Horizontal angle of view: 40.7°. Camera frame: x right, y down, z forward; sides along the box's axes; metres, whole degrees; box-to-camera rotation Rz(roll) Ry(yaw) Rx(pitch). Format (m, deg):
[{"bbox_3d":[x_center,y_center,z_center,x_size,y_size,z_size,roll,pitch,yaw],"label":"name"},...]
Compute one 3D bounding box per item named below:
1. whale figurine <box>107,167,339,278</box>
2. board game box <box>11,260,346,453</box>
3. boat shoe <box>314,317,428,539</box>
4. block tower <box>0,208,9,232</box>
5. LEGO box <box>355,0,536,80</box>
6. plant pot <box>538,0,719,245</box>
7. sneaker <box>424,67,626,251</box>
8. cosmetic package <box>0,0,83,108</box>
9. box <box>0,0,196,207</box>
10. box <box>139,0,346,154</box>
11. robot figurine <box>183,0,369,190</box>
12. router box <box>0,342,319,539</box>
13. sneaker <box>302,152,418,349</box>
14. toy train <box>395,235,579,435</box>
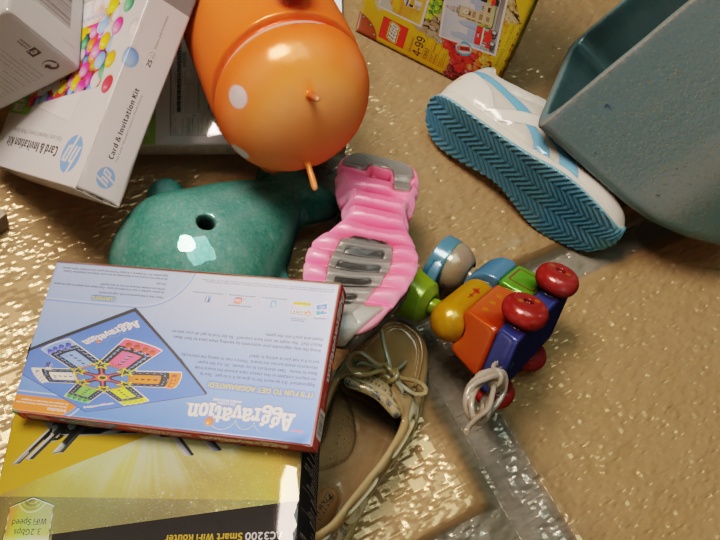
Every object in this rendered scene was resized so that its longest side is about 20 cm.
[{"bbox_3d":[-0.094,-0.026,0.715,0.158,0.104,0.200,39,56,12],"label":"whale figurine"},{"bbox_3d":[-0.113,0.051,0.605,0.196,0.020,0.105,4,65,14],"label":"board game box"},{"bbox_3d":[0.002,0.112,0.679,0.072,0.063,0.202,23,58,2],"label":"boat shoe"},{"bbox_3d":[-0.342,-0.002,0.673,0.054,0.058,0.200,38,58,10],"label":"block tower"},{"bbox_3d":[0.091,-0.272,0.845,0.147,0.201,0.078,27,57,5],"label":"LEGO box"},{"bbox_3d":[0.295,-0.143,0.805,0.200,0.196,0.197,45,36,-10],"label":"plant pot"},{"bbox_3d":[0.152,-0.100,0.832,0.200,0.077,0.081,43,58,11],"label":"sneaker"},{"bbox_3d":[-0.299,-0.167,0.707,0.197,0.071,0.103,-20,58,22],"label":"cosmetic package"},{"bbox_3d":[-0.190,-0.156,0.707,0.041,0.155,0.204,23,85,-43],"label":"box"},{"bbox_3d":[-0.110,-0.168,0.792,0.196,0.036,0.148,0,81,-4],"label":"box"},{"bbox_3d":[-0.062,-0.155,0.691,0.116,0.144,0.202,25,31,-46],"label":"robot figurine"},{"bbox_3d":[-0.125,0.122,0.614,0.196,0.053,0.160,-4,59,9],"label":"router box"},{"bbox_3d":[0.000,0.000,0.712,0.078,0.097,0.201,16,37,1],"label":"sneaker"},{"bbox_3d":[0.070,0.039,0.696,0.115,0.086,0.199,29,30,19],"label":"toy train"}]
